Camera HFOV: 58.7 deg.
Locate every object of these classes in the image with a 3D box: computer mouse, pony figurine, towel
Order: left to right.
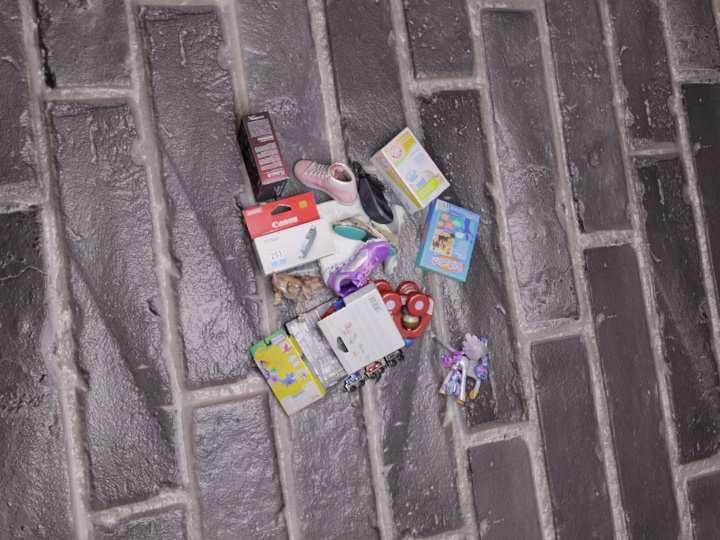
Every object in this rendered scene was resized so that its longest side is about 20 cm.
[{"bbox_3d":[-0.048,-0.095,1.723,0.168,0.048,0.204,-16,90,-15],"label":"towel"},{"bbox_3d":[0.032,-0.189,1.710,0.052,0.202,0.138,-37,136,20],"label":"computer mouse"},{"bbox_3d":[0.283,0.256,1.774,0.192,0.165,0.203,35,69,-44],"label":"pony figurine"}]

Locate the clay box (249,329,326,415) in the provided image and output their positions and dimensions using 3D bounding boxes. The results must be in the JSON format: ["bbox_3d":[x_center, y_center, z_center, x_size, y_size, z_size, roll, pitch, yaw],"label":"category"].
[{"bbox_3d":[-0.186,0.256,1.640,0.114,0.048,0.202,-29,94,14],"label":"clay box"}]

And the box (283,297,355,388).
[{"bbox_3d":[-0.092,0.197,1.701,0.158,0.043,0.203,-27,93,-18],"label":"box"}]

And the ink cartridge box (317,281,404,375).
[{"bbox_3d":[0.002,0.153,1.652,0.171,0.044,0.202,-27,121,1],"label":"ink cartridge box"}]

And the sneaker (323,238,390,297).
[{"bbox_3d":[0.000,0.000,1.652,0.199,0.089,0.081,-35,127,6],"label":"sneaker"}]

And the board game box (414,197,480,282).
[{"bbox_3d":[0.251,-0.085,1.835,0.150,0.045,0.204,19,79,-15],"label":"board game box"}]

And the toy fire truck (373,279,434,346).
[{"bbox_3d":[0.100,0.124,1.748,0.196,0.112,0.171,4,108,-16],"label":"toy fire truck"}]

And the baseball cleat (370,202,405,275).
[{"bbox_3d":[0.063,-0.090,1.771,0.104,0.070,0.204,15,71,-13],"label":"baseball cleat"}]

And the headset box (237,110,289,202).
[{"bbox_3d":[-0.248,-0.277,1.632,0.074,0.149,0.204,-16,82,-17],"label":"headset box"}]

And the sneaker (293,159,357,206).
[{"bbox_3d":[-0.091,-0.257,1.683,0.198,0.105,0.076,32,63,15],"label":"sneaker"}]

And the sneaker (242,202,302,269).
[{"bbox_3d":[-0.212,-0.093,1.675,0.200,0.075,0.088,45,74,-10],"label":"sneaker"}]

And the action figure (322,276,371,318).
[{"bbox_3d":[-0.024,0.076,1.704,0.066,0.051,0.200,51,45,-9],"label":"action figure"}]

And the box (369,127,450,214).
[{"bbox_3d":[0.136,-0.276,1.787,0.112,0.101,0.201,-40,97,-17],"label":"box"}]

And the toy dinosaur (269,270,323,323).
[{"bbox_3d":[-0.180,0.040,1.635,0.086,0.137,0.199,-43,135,16],"label":"toy dinosaur"}]

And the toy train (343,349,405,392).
[{"bbox_3d":[0.034,0.269,1.739,0.198,0.034,0.046,-30,90,-18],"label":"toy train"}]

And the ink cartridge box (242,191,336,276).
[{"bbox_3d":[-0.180,-0.099,1.628,0.197,0.045,0.179,-18,86,-20],"label":"ink cartridge box"}]

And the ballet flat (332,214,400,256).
[{"bbox_3d":[0.018,-0.105,1.692,0.197,0.068,0.077,21,59,-19],"label":"ballet flat"}]
